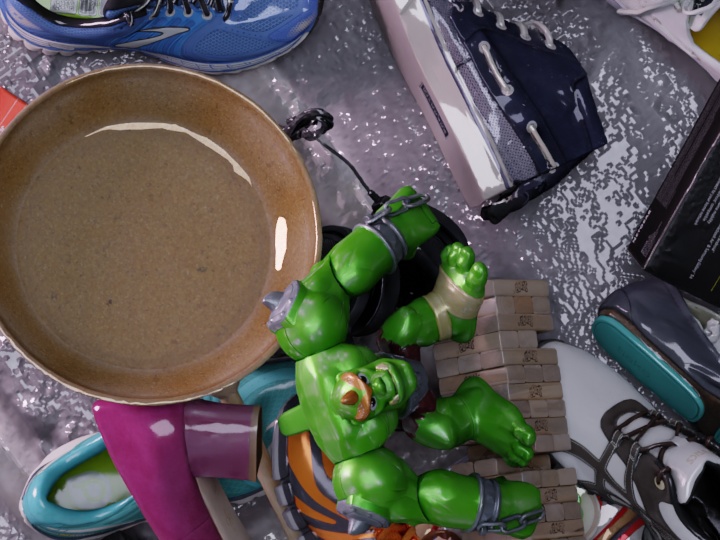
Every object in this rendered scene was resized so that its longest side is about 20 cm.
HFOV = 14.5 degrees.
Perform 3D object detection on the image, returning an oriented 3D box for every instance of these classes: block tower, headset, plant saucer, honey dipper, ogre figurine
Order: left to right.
[{"bbox_3d":[-0.122,-0.017,1.609,0.199,0.035,0.201,2,74,-6],"label":"plant saucer"},{"bbox_3d":[-0.045,0.139,1.659,0.038,0.038,0.201,-27,106,-3],"label":"honey dipper"},{"bbox_3d":[0.000,0.000,1.684,0.123,0.094,0.201,-24,95,-46],"label":"headset"},{"bbox_3d":[0.021,0.066,1.578,0.120,0.098,0.201,-19,105,-26],"label":"ogre figurine"},{"bbox_3d":[0.088,0.108,1.648,0.054,0.058,0.201,-13,80,42],"label":"block tower"}]

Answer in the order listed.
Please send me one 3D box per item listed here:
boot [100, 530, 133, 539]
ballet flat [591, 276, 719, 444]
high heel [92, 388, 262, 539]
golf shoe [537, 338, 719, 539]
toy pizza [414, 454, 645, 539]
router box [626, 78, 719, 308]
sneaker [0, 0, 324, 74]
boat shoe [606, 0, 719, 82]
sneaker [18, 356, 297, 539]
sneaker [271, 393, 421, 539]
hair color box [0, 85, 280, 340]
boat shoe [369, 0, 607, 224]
[{"bbox_3d":[-0.162,0.265,1.674,0.131,0.070,0.201,-23,75,2],"label":"boot"},{"bbox_3d":[0.225,0.080,1.689,0.073,0.073,0.200,-40,78,-5],"label":"ballet flat"},{"bbox_3d":[-0.108,0.159,1.634,0.096,0.067,0.201,5,109,3],"label":"high heel"},{"bbox_3d":[0.174,0.108,1.659,0.078,0.095,0.200,-33,77,-33],"label":"golf shoe"},{"bbox_3d":[0.111,0.199,1.691,0.199,0.032,0.201,0,83,0],"label":"toy pizza"},{"bbox_3d":[0.269,-0.061,1.668,0.149,0.051,0.201,26,102,-14],"label":"router box"},{"bbox_3d":[-0.121,-0.163,1.706,0.199,0.089,0.079,-1,84,0],"label":"sneaker"},{"bbox_3d":[0.206,-0.162,1.708,0.075,0.086,0.202,-43,85,-5],"label":"boat shoe"},{"bbox_3d":[-0.107,0.111,1.678,0.199,0.080,0.078,-24,84,-4],"label":"sneaker"},{"bbox_3d":[0.026,0.156,1.618,0.077,0.112,0.201,-29,100,-38],"label":"sneaker"},{"bbox_3d":[-0.145,-0.023,1.683,0.200,0.102,0.061,34,82,3],"label":"hair color box"},{"bbox_3d":[0.074,-0.136,1.718,0.092,0.075,0.201,-25,91,-10],"label":"boat shoe"}]
